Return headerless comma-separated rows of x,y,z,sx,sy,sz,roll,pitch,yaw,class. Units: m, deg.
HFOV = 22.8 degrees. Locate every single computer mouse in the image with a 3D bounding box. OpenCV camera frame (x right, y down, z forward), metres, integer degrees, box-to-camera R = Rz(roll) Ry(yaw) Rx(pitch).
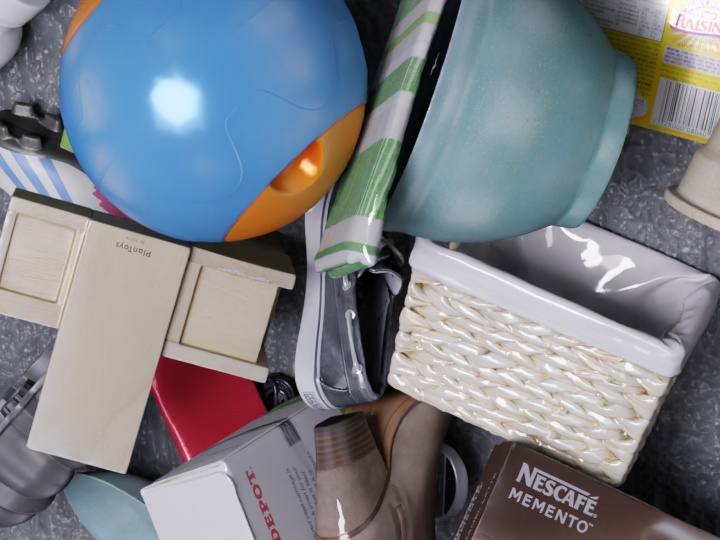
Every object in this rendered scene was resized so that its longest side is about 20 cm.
-0.001,0.147,1.388,0.198,0.044,0.111,11,107,25,computer mouse

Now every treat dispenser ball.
-0.094,-0.119,1.152,0.199,0.201,0.203,7,110,20,treat dispenser ball

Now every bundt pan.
-0.245,0.122,1.398,0.076,0.202,0.202,43,119,-9,bundt pan

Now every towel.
0.019,-0.094,1.127,0.023,0.153,0.202,19,84,-8,towel

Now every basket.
0.131,0.042,1.246,0.199,0.136,0.124,24,119,13,basket

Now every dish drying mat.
-0.110,0.117,1.380,0.076,0.018,0.201,-24,86,-16,dish drying mat

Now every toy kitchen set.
-0.169,0.038,1.285,0.198,0.180,0.164,16,99,-10,toy kitchen set

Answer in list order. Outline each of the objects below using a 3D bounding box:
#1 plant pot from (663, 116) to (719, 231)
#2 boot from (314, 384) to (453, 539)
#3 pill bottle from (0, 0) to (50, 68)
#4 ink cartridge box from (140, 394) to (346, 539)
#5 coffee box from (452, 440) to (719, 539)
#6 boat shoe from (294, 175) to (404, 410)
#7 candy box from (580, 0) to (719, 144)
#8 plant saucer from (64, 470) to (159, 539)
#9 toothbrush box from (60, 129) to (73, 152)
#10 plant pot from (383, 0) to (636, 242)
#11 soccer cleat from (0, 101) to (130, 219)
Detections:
0.310,-0.103,1.104,0.199,0.200,0.185,19,102,16,plant pot
0.031,0.162,1.269,0.070,0.199,0.147,-11,95,39,boot
-0.332,-0.184,1.375,0.199,0.111,0.112,-33,93,27,pill bottle
-0.051,0.179,1.280,0.084,0.200,0.147,-20,93,31,ink cartridge box
0.164,0.208,1.212,0.199,0.080,0.115,26,82,-1,coffee box
0.000,0.000,1.275,0.067,0.072,0.202,-9,63,33,boat shoe
0.182,-0.154,1.216,0.199,0.026,0.103,18,112,17,candy box
-0.151,0.219,1.438,0.200,0.039,0.202,32,154,18,plant saucer
-0.120,-0.161,1.308,0.145,0.086,0.201,25,114,12,toothbrush box
0.098,-0.103,1.162,0.133,0.201,0.201,19,115,-7,plant pot
-0.210,-0.060,1.398,0.199,0.070,0.087,27,131,15,soccer cleat
